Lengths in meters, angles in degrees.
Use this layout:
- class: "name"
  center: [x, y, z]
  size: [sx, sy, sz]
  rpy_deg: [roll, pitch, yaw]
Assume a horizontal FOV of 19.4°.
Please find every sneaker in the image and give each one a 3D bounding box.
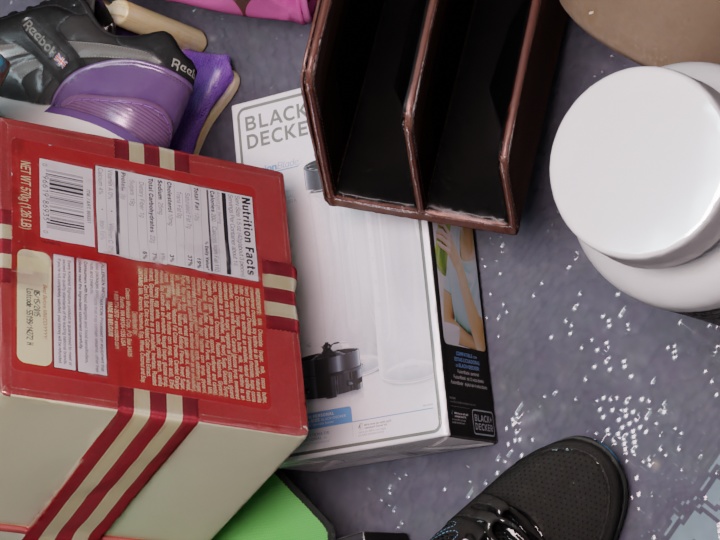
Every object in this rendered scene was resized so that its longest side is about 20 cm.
- class: "sneaker"
  center: [-0.175, -0.112, 1.154]
  size: [0.199, 0.076, 0.088]
  rpy_deg: [21, 76, 25]
- class: "sneaker"
  center: [0.057, 0.157, 1.028]
  size: [0.073, 0.082, 0.200]
  rpy_deg: [43, 80, 13]

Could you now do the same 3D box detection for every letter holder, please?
- class: "letter holder"
  center: [0.045, -0.143, 1.027]
  size: [0.100, 0.142, 0.201]
  rpy_deg: [10, 67, 11]

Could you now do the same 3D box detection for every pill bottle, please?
- class: "pill bottle"
  center: [0.161, -0.032, 0.955]
  size: [0.110, 0.200, 0.111]
  rpy_deg: [-4, 81, 28]

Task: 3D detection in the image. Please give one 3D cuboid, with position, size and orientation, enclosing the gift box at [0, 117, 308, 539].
- class: "gift box"
  center: [-0.153, 0.040, 1.078]
  size: [0.187, 0.199, 0.185]
  rpy_deg: [129, 147, -48]

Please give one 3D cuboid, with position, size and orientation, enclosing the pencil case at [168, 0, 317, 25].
- class: "pencil case"
  center: [-0.113, -0.197, 1.168]
  size: [0.199, 0.091, 0.094]
  rpy_deg: [11, 110, 6]

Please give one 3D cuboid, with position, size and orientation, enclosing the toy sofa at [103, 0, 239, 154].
- class: "toy sofa"
  center: [-0.158, -0.057, 1.212]
  size: [0.097, 0.083, 0.201]
  rpy_deg: [27, 96, 31]

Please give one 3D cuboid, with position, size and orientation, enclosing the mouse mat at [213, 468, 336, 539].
- class: "mouse mat"
  center: [-0.112, 0.150, 1.149]
  size: [0.161, 0.008, 0.200]
  rpy_deg: [-48, 44, 0]

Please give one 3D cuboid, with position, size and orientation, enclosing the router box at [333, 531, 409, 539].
- class: "router box"
  center: [-0.052, 0.240, 1.123]
  size: [0.199, 0.052, 0.158]
  rpy_deg: [-20, 74, 26]

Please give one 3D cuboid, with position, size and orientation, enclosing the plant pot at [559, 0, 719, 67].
- class: "plant pot"
  center: [0.178, -0.186, 0.996]
  size: [0.200, 0.200, 0.175]
  rpy_deg: [37, 120, 29]

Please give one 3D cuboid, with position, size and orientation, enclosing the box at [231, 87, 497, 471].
- class: "box"
  center: [0.000, 0.000, 1.125]
  size: [0.116, 0.060, 0.201]
  rpy_deg: [-10, 77, 28]

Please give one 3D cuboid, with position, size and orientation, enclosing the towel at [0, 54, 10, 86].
- class: "towel"
  center: [-0.234, -0.004, 1.059]
  size: [0.147, 0.022, 0.201]
  rpy_deg: [-25, 40, 65]

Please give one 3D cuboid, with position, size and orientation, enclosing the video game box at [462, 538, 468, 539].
- class: "video game box"
  center: [0.064, 0.245, 0.989]
  size: [0.200, 0.182, 0.047]
  rpy_deg: [-53, 23, 12]
